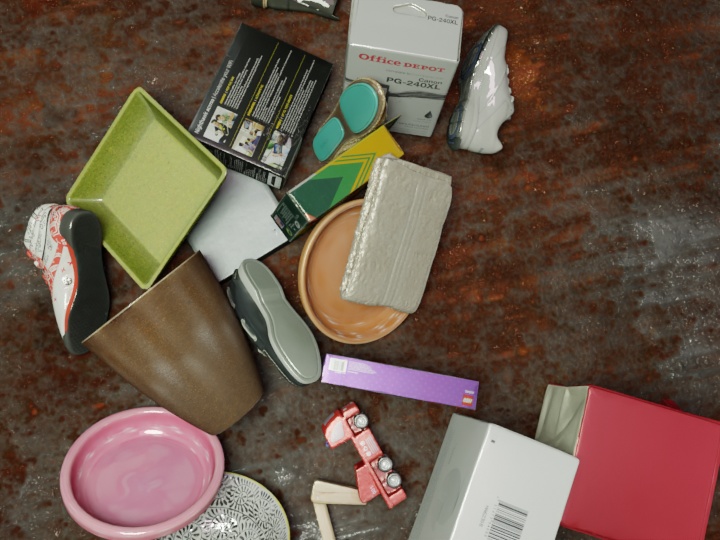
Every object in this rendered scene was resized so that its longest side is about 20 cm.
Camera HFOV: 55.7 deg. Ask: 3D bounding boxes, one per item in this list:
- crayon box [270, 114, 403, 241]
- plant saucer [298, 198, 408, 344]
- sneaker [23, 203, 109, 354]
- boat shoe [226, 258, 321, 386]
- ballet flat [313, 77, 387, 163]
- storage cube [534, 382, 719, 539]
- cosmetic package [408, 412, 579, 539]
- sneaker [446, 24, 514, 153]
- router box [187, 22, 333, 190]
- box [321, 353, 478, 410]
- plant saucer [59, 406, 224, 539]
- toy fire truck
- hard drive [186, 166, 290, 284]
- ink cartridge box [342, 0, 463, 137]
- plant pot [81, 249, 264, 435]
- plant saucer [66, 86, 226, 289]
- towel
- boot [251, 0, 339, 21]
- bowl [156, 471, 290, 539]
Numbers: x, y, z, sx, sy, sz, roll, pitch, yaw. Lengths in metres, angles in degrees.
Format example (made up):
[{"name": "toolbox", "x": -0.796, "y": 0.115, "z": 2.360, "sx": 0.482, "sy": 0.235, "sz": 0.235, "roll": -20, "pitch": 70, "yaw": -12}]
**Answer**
[{"name": "crayon box", "x": -0.022, "y": -0.125, "z": 0.937, "sx": 0.199, "sy": 0.127, "sz": 0.051, "roll": -39, "pitch": 93, "yaw": -19}, {"name": "plant saucer", "x": 0.000, "y": 0.000, "z": 0.941, "sx": 0.198, "sy": 0.037, "sz": 0.203, "roll": -7, "pitch": 105, "yaw": -29}, {"name": "sneaker", "x": -0.409, "y": 0.007, "z": 0.943, "sx": 0.107, "sy": 0.067, "sz": 0.204, "roll": 14, "pitch": 108, "yaw": 32}, {"name": "boat shoe", "x": -0.119, "y": 0.078, "z": 0.917, "sx": 0.060, "sy": 0.075, "sz": 0.201, "roll": -48, "pitch": 57, "yaw": 30}, {"name": "ballet flat", "x": -0.003, "y": -0.211, "z": 0.937, "sx": 0.065, "sy": 0.200, "sz": 0.071, "roll": -23, "pitch": 89, "yaw": -30}, {"name": "storage cube", "x": 0.338, "y": 0.255, "z": 0.901, "sx": 0.178, "sy": 0.171, "sz": 0.202, "roll": 15, "pitch": 82, "yaw": 0}, {"name": "cosmetic package", "x": 0.159, "y": 0.302, "z": 0.867, "sx": 0.122, "sy": 0.200, "sz": 0.201, "roll": 22, "pitch": 81, "yaw": -3}, {"name": "sneaker", "x": 0.191, "y": -0.268, "z": 1.025, "sx": 0.086, "sy": 0.074, "sz": 0.202, "roll": 15, "pitch": 88, "yaw": -14}, {"name": "router box", "x": -0.142, "y": -0.237, "z": 0.976, "sx": 0.148, "sy": 0.051, "sz": 0.202, "roll": 23, "pitch": 71, "yaw": -6}, {"name": "box", "x": 0.046, "y": 0.147, "z": 0.913, "sx": 0.198, "sy": 0.137, "sz": 0.040, "roll": 11, "pitch": 83, "yaw": -2}, {"name": "plant saucer", "x": -0.275, "y": 0.263, "z": 0.872, "sx": 0.198, "sy": 0.201, "sz": 0.051, "roll": 7, "pitch": 125, "yaw": -3}, {"name": "toy fire truck", "x": -0.016, "y": 0.300, "z": 0.931, "sx": 0.140, "sy": 0.049, "sz": 0.201, "roll": -29, "pitch": 85, "yaw": -7}, {"name": "hard drive", "x": -0.200, "y": -0.098, "z": 0.983, "sx": 0.139, "sy": 0.033, "sz": 0.201, "roll": -31, "pitch": 85, "yaw": -7}, {"name": "ink cartridge box", "x": 0.049, "y": -0.276, "z": 0.937, "sx": 0.144, "sy": 0.200, "sz": 0.084, "roll": 8, "pitch": 73, "yaw": -2}, {"name": "plant pot", "x": -0.223, "y": 0.109, "z": 0.894, "sx": 0.186, "sy": 0.187, "sz": 0.201, "roll": -39, "pitch": 100, "yaw": -8}, {"name": "plant saucer", "x": -0.285, "y": -0.111, "z": 0.932, "sx": 0.200, "sy": 0.048, "sz": 0.201, "roll": 42, "pitch": 102, "yaw": 20}, {"name": "towel", "x": 0.049, "y": -0.046, "z": 0.913, "sx": 0.132, "sy": 0.034, "sz": 0.202, "roll": 12, "pitch": 98, "yaw": -36}, {"name": "boot", "x": -0.079, "y": -0.485, "z": 1.033, "sx": 0.137, "sy": 0.077, "sz": 0.202, "roll": 12, "pitch": 94, "yaw": -6}, {"name": "bowl", "x": -0.193, "y": 0.367, "z": 0.869, "sx": 0.198, "sy": 0.201, "sz": 0.095, "roll": 9, "pitch": 122, "yaw": -3}]
